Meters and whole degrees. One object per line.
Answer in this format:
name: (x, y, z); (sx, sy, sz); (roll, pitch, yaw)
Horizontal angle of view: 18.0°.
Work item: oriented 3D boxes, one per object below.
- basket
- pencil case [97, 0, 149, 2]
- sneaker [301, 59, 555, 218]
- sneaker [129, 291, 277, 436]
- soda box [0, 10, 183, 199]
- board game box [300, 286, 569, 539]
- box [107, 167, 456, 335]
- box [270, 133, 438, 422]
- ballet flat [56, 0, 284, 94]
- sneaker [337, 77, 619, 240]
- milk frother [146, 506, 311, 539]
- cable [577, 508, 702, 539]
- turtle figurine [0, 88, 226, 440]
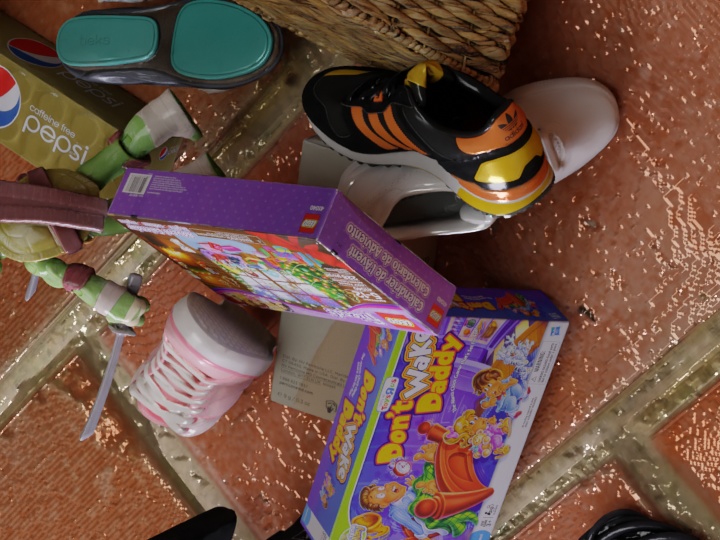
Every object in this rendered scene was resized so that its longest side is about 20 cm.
basket: (0.011, -0.220, 1.495); (0.143, 0.200, 0.149); (11, 79, 61)
pencil case: (-0.166, -0.293, 1.636); (0.089, 0.078, 0.201); (17, 117, 63)
sneaker: (0.037, -0.108, 1.457); (0.200, 0.070, 0.090); (27, 151, 36)
sneaker: (-0.120, 0.075, 1.632); (0.075, 0.200, 0.105); (44, 93, 4)
soda box: (-0.235, -0.123, 1.736); (0.200, 0.064, 0.068); (32, 117, 18)
board game box: (0.051, 0.108, 1.592); (0.045, 0.134, 0.201); (51, 131, 50)
box: (-0.053, -0.013, 1.499); (0.200, 0.137, 0.039); (8, 68, 43)
box: (0.000, 0.000, 1.616); (0.078, 0.095, 0.201); (17, 113, 24)
ballet flat: (-0.128, -0.163, 1.662); (0.199, 0.073, 0.073); (3, 105, 30)
sneaker: (0.088, -0.062, 1.503); (0.199, 0.089, 0.075); (-23, 115, -5)
milk frother: (-0.079, 0.289, 1.687); (0.180, 0.188, 0.201); (10, 108, 29)
cable: (0.212, 0.263, 1.591); (0.163, 0.051, 0.201); (-13, 96, 32)
turtle figurine: (-0.184, -0.027, 1.636); (0.194, 0.144, 0.200); (-31, 117, 3)
